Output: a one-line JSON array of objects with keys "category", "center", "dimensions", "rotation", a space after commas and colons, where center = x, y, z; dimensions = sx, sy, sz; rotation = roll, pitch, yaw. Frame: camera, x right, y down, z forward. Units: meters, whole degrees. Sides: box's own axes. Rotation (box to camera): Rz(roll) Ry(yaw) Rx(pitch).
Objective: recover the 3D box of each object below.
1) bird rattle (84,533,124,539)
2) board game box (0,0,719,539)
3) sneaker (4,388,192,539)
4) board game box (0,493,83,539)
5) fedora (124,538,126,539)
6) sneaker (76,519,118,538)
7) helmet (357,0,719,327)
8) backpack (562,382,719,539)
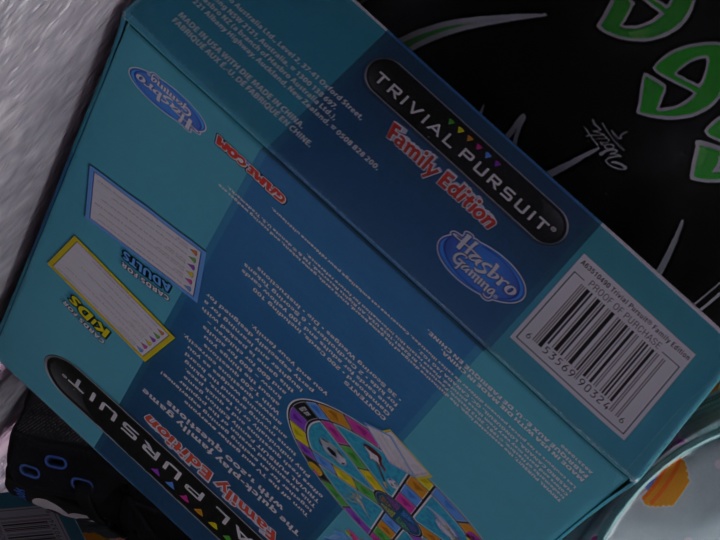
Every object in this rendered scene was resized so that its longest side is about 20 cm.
[{"category": "bird rattle", "center": [-0.121, 0.140, 1.053], "dimensions": [0.200, 0.113, 0.163], "rotation": [-42, -170, -29]}, {"category": "board game box", "center": [-0.011, 0.020, 0.623], "dimensions": [0.047, 0.151, 0.200], "rotation": [-45, 176, -28]}, {"category": "sneaker", "center": [-0.055, 0.092, 0.757], "dimensions": [0.073, 0.111, 0.201], "rotation": [42, 48, -79]}, {"category": "board game box", "center": [-0.123, 0.202, 0.848], "dimensions": [0.047, 0.151, 0.201], "rotation": [-2, 130, -32]}, {"category": "fedora", "center": [0.011, 0.073, 0.842], "dimensions": [0.201, 0.201, 0.092], "rotation": [-47, -177, -5]}, {"category": "sneaker", "center": [-0.078, 0.058, 0.927], "dimensions": [0.073, 0.087, 0.200], "rotation": [-6, 160, 12]}, {"category": "helmet", "center": [0.091, -0.067, 0.633], "dimensions": [0.190, 0.200, 0.200], "rotation": [-29, -171, 39]}, {"category": "backpack", "center": [0.122, 0.053, 0.735], "dimensions": [0.199, 0.168, 0.127], "rotation": [-16, -153, -11]}]
